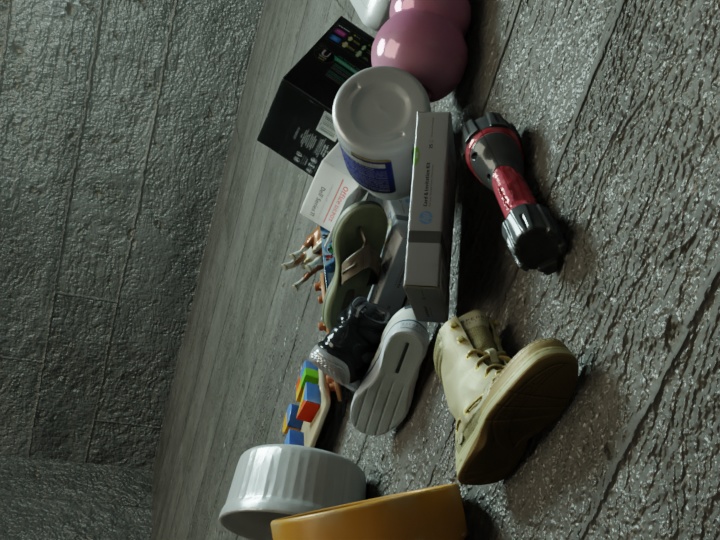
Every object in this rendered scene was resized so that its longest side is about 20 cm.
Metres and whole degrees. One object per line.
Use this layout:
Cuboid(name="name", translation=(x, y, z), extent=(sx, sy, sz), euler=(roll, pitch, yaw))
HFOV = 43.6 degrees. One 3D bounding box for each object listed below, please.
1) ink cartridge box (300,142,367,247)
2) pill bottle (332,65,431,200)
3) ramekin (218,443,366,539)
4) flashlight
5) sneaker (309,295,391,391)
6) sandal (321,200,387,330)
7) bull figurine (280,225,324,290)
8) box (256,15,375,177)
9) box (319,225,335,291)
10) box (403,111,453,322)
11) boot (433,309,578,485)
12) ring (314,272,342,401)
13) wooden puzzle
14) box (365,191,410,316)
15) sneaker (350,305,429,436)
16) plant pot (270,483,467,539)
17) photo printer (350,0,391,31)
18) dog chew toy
Cuboid(name="ink cartridge box", translation=(-0.023, -0.138, 1.342), extent=(0.200, 0.067, 0.117), euler=(-56, -4, -45))
Cuboid(name="pill bottle", translation=(0.033, -0.165, 1.158), extent=(0.200, 0.119, 0.120), euler=(71, -157, -74))
Cuboid(name="ramekin", translation=(-0.086, 0.312, 1.231), extent=(0.201, 0.200, 0.098), euler=(128, 156, -56))
Cuboid(name="flashlight", translation=(0.150, -0.084, 0.906), extent=(0.200, 0.068, 0.068), euler=(-101, 22, -52))
Cuboid(name="sneaker", translation=(0.006, 0.103, 1.207), extent=(0.114, 0.075, 0.200), euler=(-56, -21, -4))
Cuboid(name="sandal", translation=(0.001, 0.001, 1.210), extent=(0.057, 0.080, 0.201), euler=(42, 129, 50))
Cuboid(name="bull figurine", translation=(-0.069, -0.041, 1.546), extent=(0.121, 0.065, 0.200), euler=(-41, -7, -23))
Cuboid(name="box", translation=(-0.048, -0.273, 1.421), extent=(0.200, 0.124, 0.149), euler=(-57, 1, -40))
Cuboid(name="box", translation=(-0.033, 0.025, 1.389), extent=(0.137, 0.038, 0.200), euler=(83, 179, -46))
Cuboid(name="box", translation=(0.082, -0.056, 1.023), extent=(0.156, 0.041, 0.200), euler=(62, -147, -72))
Cuboid(name="boot", translation=(0.130, 0.092, 0.863), extent=(0.200, 0.073, 0.156), euler=(109, 158, -44))
Cuboid(name="ring", translation=(-0.051, 0.103, 1.390), extent=(0.200, 0.019, 0.201), euler=(-9, -90, -90))
Cuboid(name="wooden puzzle", translation=(-0.094, 0.241, 1.495), extent=(0.185, 0.046, 0.200), euler=(-102, 25, -68))
Cuboid(name="box", translation=(0.033, -0.033, 1.294), extent=(0.200, 0.041, 0.156), euler=(-107, 32, -54))
Cuboid(name="sneaker", translation=(0.044, 0.130, 1.148), extent=(0.071, 0.073, 0.200), euler=(-66, 1, -54))
Cuboid(name="plant pot", translation=(0.022, 0.328, 0.915), extent=(0.200, 0.200, 0.184), euler=(140, 121, -64))
Cuboid(name="photo printer", translation=(0.042, -0.487, 1.470), extent=(0.200, 0.069, 0.167), euler=(-109, 33, -56))
Cuboid(name="dog chew toy", translation=(0.087, -0.321, 1.163), extent=(0.125, 0.124, 0.200), euler=(157, 129, -70))
